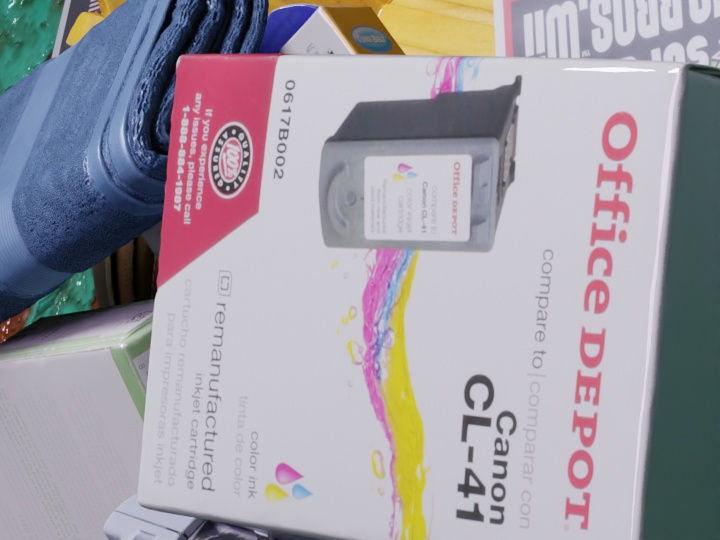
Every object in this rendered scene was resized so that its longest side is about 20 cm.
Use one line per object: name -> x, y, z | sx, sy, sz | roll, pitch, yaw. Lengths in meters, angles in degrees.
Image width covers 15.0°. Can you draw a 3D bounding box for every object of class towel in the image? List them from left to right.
towel -> -0.112, -0.034, 1.024 | 0.200, 0.048, 0.112 | -29, 32, 45

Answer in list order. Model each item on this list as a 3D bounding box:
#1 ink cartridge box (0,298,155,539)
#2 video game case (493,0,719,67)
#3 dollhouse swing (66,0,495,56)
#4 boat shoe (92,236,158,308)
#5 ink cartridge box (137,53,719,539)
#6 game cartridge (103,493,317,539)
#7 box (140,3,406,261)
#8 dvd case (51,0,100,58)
ink cartridge box -> -0.109, 0.091, 1.069 | 0.199, 0.146, 0.048 | -8, 22, 49
video game case -> 0.097, -0.038, 0.838 | 0.143, 0.017, 0.201 | -12, 76, 47
dollhouse swing -> 0.013, -0.139, 1.047 | 0.201, 0.181, 0.176 | -64, 17, -2
boat shoe -> -0.064, -0.068, 1.160 | 0.068, 0.072, 0.201 | 12, 97, 12
ink cartridge box -> 0.033, 0.012, 0.813 | 0.199, 0.085, 0.149 | 4, 88, 44
game cartridge -> 0.012, 0.141, 0.897 | 0.199, 0.133, 0.041 | 13, 52, 46
box -> 0.000, 0.000, 0.993 | 0.119, 0.041, 0.200 | -45, 73, 26
dvd case -> -0.077, -0.182, 1.285 | 0.150, 0.025, 0.201 | -12, 59, 46
